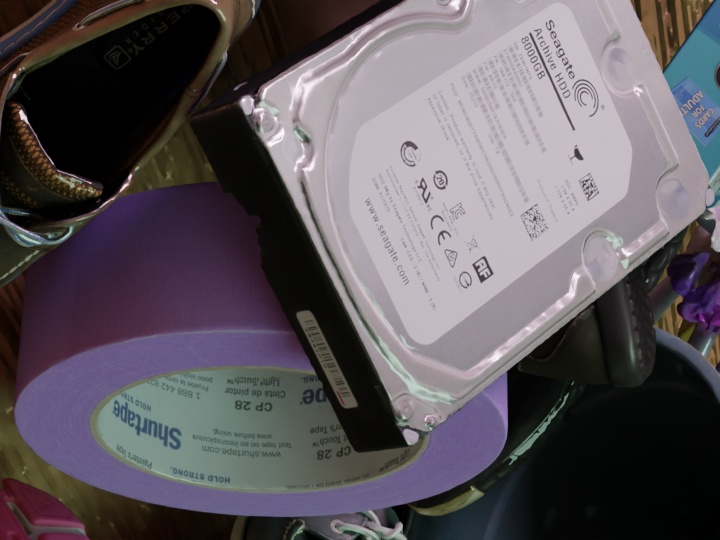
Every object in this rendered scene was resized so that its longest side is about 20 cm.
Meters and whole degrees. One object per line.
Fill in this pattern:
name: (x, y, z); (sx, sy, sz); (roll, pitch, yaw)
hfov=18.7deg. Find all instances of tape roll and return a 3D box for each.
tape roll: (-0.040, 0.038, 0.898); (0.200, 0.066, 0.200); (0, 154, 0)

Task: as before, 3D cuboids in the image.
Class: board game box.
board game box: (0.194, -0.119, 0.976); (0.200, 0.047, 0.151); (-55, 170, 12)

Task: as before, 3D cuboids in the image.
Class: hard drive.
hard drive: (0.043, -0.041, 0.821); (0.200, 0.038, 0.140); (-35, 104, -39)

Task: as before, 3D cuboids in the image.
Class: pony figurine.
pony figurine: (0.205, -0.001, 1.173); (0.166, 0.193, 0.200); (21, 110, -15)

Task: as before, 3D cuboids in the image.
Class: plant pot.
plant pot: (0.157, 0.154, 1.095); (0.196, 0.200, 0.200); (32, 97, -42)

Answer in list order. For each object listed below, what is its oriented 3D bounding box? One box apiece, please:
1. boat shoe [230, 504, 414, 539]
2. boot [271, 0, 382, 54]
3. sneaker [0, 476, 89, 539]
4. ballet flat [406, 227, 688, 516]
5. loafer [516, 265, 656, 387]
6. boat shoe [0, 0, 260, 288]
boat shoe: (-0.010, 0.121, 1.040); (0.062, 0.073, 0.200); (-32, -166, 20)
boot: (-0.007, -0.096, 0.852); (0.200, 0.070, 0.147); (-4, 94, -46)
sneaker: (-0.207, 0.146, 0.911); (0.200, 0.074, 0.088); (-15, 133, -35)
ballet flat: (0.093, 0.040, 1.041); (0.200, 0.066, 0.057); (-50, 145, -6)
loafer: (0.079, -0.042, 0.979); (0.071, 0.201, 0.073); (-12, 177, 15)
boat shoe: (-0.116, -0.048, 0.786); (0.072, 0.072, 0.200); (36, 112, -18)
